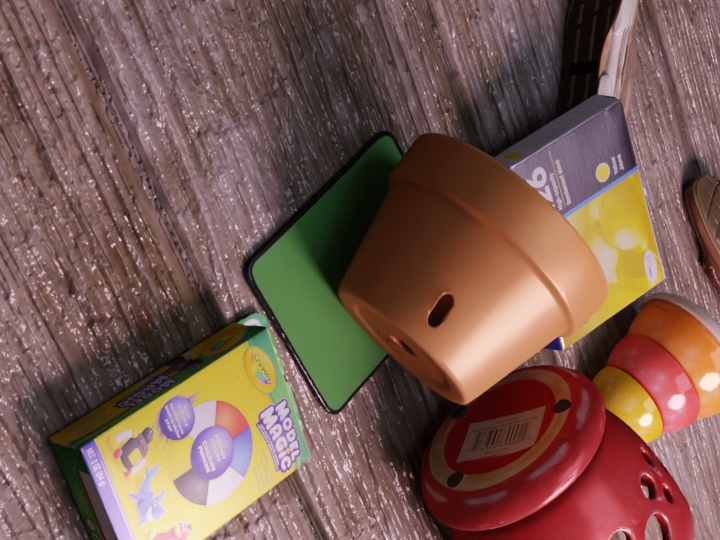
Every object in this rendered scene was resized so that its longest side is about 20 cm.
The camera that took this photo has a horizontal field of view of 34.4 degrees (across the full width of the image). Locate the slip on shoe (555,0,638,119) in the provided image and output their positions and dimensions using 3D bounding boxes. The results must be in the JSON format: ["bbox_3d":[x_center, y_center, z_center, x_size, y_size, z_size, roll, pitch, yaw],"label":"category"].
[{"bbox_3d":[0.245,-0.211,1.150,0.060,0.076,0.202,10,88,-35],"label":"slip on shoe"}]

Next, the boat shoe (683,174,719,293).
[{"bbox_3d":[0.421,-0.013,1.338,0.072,0.067,0.201,-35,98,-33],"label":"boat shoe"}]

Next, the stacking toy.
[{"bbox_3d":[0.281,0.130,1.196,0.199,0.146,0.147,-34,116,-16],"label":"stacking toy"}]

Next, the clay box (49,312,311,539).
[{"bbox_3d":[-0.114,0.122,0.845,0.199,0.047,0.116,-33,114,-37],"label":"clay box"}]

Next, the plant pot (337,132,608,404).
[{"bbox_3d":[0.077,0.011,0.929,0.140,0.200,0.200,-49,124,-11],"label":"plant pot"}]

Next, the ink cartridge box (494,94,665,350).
[{"bbox_3d":[0.187,-0.032,1.090,0.199,0.047,0.199,-33,118,-25],"label":"ink cartridge box"}]

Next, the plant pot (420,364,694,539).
[{"bbox_3d":[0.165,0.195,1.018,0.201,0.200,0.183,-49,116,-30],"label":"plant pot"}]

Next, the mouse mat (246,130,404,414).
[{"bbox_3d":[0.000,0.000,0.976,0.200,0.007,0.162,-47,122,-33],"label":"mouse mat"}]
